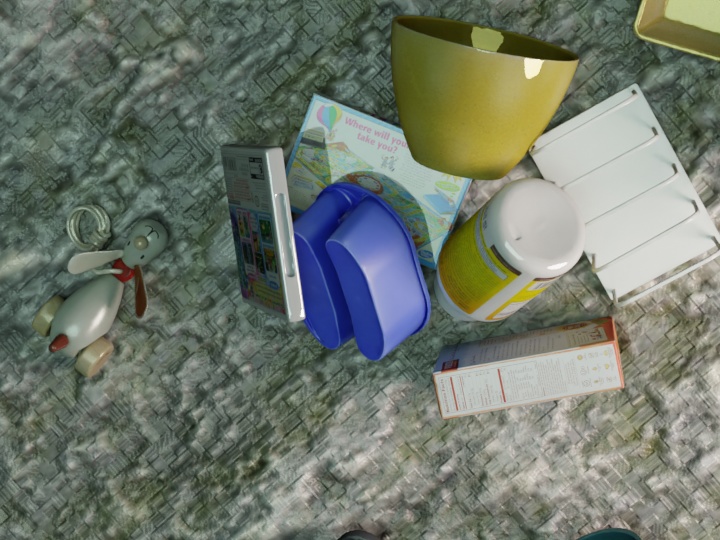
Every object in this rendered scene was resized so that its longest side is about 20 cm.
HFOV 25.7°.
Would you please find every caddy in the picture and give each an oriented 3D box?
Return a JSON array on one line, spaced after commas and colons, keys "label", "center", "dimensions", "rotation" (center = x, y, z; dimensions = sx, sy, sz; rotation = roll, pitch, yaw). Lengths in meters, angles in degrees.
[{"label": "caddy", "center": [0.000, 0.000, 1.724], "dimensions": [0.141, 0.105, 0.200], "rotation": [14, 132, 41]}]

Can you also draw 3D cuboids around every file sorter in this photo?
[{"label": "file sorter", "center": [0.284, -0.077, 1.690], "dimensions": [0.139, 0.125, 0.200], "rotation": [-29, 95, 11]}]

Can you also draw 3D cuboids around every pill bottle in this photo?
[{"label": "pill bottle", "center": [0.150, -0.014, 1.678], "dimensions": [0.109, 0.200, 0.110], "rotation": [8, 67, -19]}]

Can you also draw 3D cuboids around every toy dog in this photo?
[{"label": "toy dog", "center": [-0.303, 0.030, 1.799], "dimensions": [0.132, 0.096, 0.201], "rotation": [18, 101, 4]}]

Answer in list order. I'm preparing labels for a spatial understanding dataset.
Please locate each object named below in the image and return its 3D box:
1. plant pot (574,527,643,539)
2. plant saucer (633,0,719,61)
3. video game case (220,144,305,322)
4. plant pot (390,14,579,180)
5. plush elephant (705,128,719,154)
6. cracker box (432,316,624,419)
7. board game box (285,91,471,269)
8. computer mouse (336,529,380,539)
[{"label": "plant pot", "center": [0.291, 0.422, 1.743], "dimensions": [0.200, 0.200, 0.188], "rotation": [-39, 107, 12]}, {"label": "plant saucer", "center": [0.411, -0.318, 1.673], "dimensions": [0.199, 0.048, 0.201], "rotation": [17, 100, 5]}, {"label": "video game case", "center": [-0.108, -0.045, 1.715], "dimensions": [0.024, 0.200, 0.183], "rotation": [-10, 98, -17]}, {"label": "plant pot", "center": [0.117, -0.177, 1.664], "dimensions": [0.199, 0.200, 0.142], "rotation": [14, 106, 5]}, {"label": "plush elephant", "center": [0.453, -0.119, 1.622], "dimensions": [0.165, 0.200, 0.155], "rotation": [-34, 80, -25]}, {"label": "cracker box", "center": [0.184, 0.106, 1.727], "dimensions": [0.199, 0.134, 0.058], "rotation": [-10, 98, 10]}, {"label": "board game box", "center": [0.018, -0.101, 1.767], "dimensions": [0.200, 0.034, 0.135], "rotation": [23, 102, 3]}, {"label": "computer mouse", "center": [-0.051, 0.374, 1.851], "dimensions": [0.140, 0.046, 0.200], "rotation": [24, 106, 8]}]
